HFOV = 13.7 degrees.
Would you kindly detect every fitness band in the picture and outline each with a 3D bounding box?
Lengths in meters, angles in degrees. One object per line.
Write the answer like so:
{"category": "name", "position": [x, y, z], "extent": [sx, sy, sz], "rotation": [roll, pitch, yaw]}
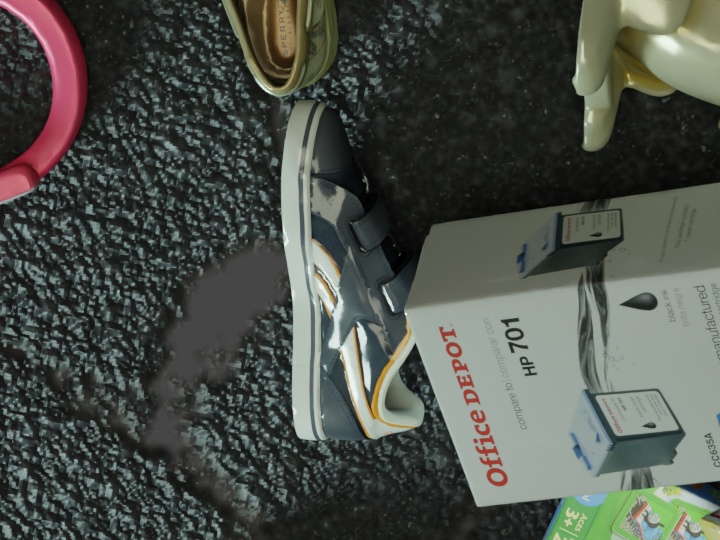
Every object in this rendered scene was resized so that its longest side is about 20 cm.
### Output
{"category": "fitness band", "position": [-0.254, -0.098, 1.729], "extent": [0.199, 0.037, 0.145], "rotation": [-18, 96, 10]}

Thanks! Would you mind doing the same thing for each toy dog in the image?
{"category": "toy dog", "position": [0.224, -0.139, 1.617], "extent": [0.198, 0.140, 0.195], "rotation": [7, 67, 8]}

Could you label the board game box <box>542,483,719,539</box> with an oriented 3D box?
{"category": "board game box", "position": [0.192, 0.203, 1.727], "extent": [0.199, 0.037, 0.152], "rotation": [25, 103, 1]}

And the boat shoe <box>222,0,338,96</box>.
{"category": "boat shoe", "position": [-0.055, -0.197, 1.665], "extent": [0.073, 0.063, 0.201], "rotation": [-14, 99, 11]}

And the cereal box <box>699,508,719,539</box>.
{"category": "cereal box", "position": [0.304, 0.161, 1.668], "extent": [0.199, 0.040, 0.145], "rotation": [-26, 99, -10]}

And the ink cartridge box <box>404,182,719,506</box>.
{"category": "ink cartridge box", "position": [0.142, 0.041, 1.637], "extent": [0.199, 0.086, 0.147], "rotation": [-9, 124, 20]}

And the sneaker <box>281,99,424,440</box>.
{"category": "sneaker", "position": [0.000, 0.000, 1.692], "extent": [0.079, 0.079, 0.201], "rotation": [1, 113, 12]}
